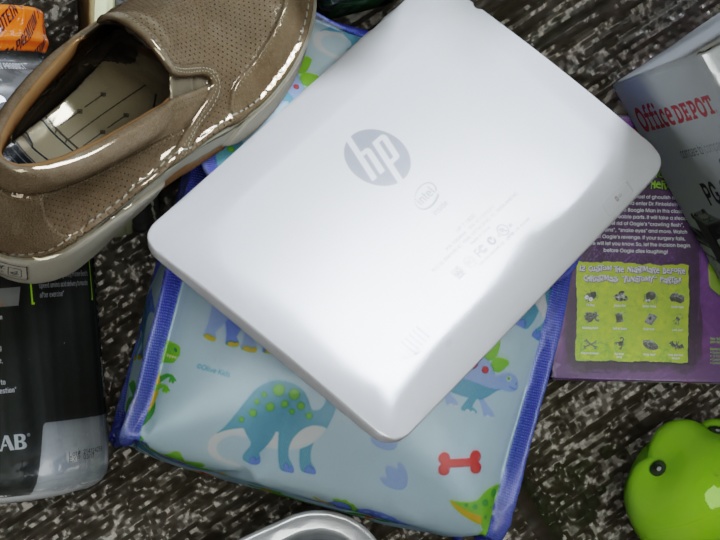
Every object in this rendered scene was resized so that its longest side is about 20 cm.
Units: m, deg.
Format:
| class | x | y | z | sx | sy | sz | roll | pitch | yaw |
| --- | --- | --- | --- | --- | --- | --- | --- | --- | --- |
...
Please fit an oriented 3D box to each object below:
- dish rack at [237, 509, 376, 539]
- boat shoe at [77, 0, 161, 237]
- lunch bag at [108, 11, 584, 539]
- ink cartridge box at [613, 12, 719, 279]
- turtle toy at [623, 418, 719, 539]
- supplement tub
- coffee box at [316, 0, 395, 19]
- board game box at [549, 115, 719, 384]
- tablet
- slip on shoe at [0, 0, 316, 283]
| class | x | y | z | sx | sy | sz | roll | pitch | yaw |
| --- | --- | --- | --- | --- | --- | --- | --- | --- | --- |
| dish rack | -0.037 | 0.219 | 1.187 | 0.171 | 0.044 | 0.200 | -25 | 101 | 0 |
| boat shoe | -0.088 | -0.114 | 1.191 | 0.065 | 0.073 | 0.201 | -2 | 88 | -7 |
| lunch bag | 0.000 | 0.000 | 1.179 | 0.170 | 0.127 | 0.200 | 17 | 83 | -7 |
| ink cartridge box | 0.201 | -0.021 | 1.174 | 0.083 | 0.145 | 0.200 | -31 | 93 | -9 |
| turtle toy | 0.185 | 0.152 | 1.204 | 0.146 | 0.101 | 0.200 | -31 | 65 | -19 |
| supplement tub | -0.170 | -0.005 | 1.151 | 0.122 | 0.123 | 0.201 | -4 | 89 | -9 |
| coffee box | -0.020 | -0.210 | 1.181 | 0.044 | 0.123 | 0.200 | -13 | 92 | -6 |
| board game box | 0.180 | -0.008 | 1.257 | 0.199 | 0.032 | 0.120 | 2 | 92 | -9 |
| tablet | 0.021 | -0.029 | 1.124 | 0.130 | 0.014 | 0.200 | 39 | 53 | 10 |
| slip on shoe | -0.084 | -0.078 | 1.099 | 0.076 | 0.061 | 0.200 | 34 | 56 | 19 |
